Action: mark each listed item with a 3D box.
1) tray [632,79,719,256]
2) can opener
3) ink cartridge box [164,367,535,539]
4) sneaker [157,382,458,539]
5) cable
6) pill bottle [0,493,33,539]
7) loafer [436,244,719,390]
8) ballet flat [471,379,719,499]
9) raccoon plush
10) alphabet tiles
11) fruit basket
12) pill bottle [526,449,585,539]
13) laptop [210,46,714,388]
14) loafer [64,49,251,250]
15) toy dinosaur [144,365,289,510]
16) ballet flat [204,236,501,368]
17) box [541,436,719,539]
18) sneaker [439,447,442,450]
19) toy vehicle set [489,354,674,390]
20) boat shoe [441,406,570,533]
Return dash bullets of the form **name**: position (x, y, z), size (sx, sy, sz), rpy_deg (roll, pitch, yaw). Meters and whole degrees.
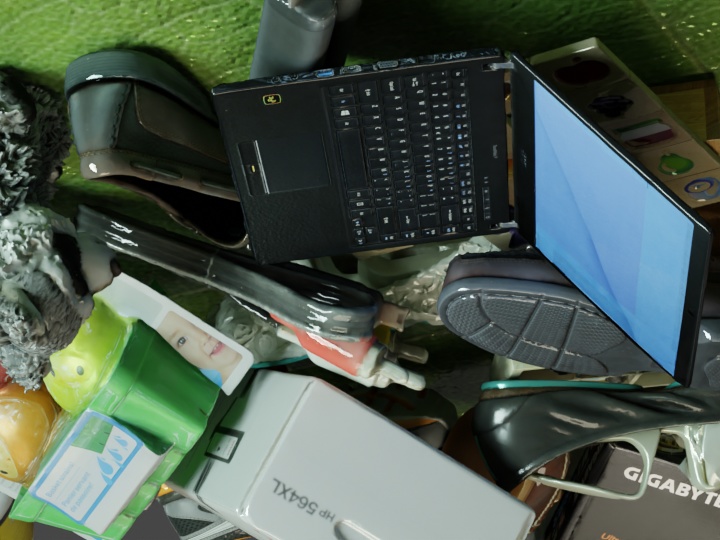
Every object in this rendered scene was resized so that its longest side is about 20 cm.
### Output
- **tray**: position (0.146, -0.031, 1.213), size (0.098, 0.037, 0.200), rpy_deg (-7, 155, 14)
- **can opener**: position (-0.027, -0.126, 1.004), size (0.066, 0.053, 0.200), rpy_deg (33, 156, 11)
- **ink cartridge box**: position (-0.011, 0.121, 1.291), size (0.145, 0.085, 0.200), rpy_deg (32, 172, -15)
- **sneaker**: position (-0.030, 0.121, 1.453), size (0.199, 0.078, 0.078), rpy_deg (-17, -170, 19)
- **cable**: position (-0.060, 0.016, 1.201), size (0.199, 0.051, 0.097), rpy_deg (15, -174, 7)
- **pill bottle**: position (-0.266, 0.155, 1.531), size (0.111, 0.113, 0.200), rpy_deg (1, 155, -3)
- **loafer**: position (0.135, 0.015, 1.204), size (0.198, 0.063, 0.072), rpy_deg (10, 147, -9)
- **ballet flat**: position (0.158, 0.085, 1.261), size (0.198, 0.069, 0.068), rpy_deg (-6, 172, 0)
- **raccoon plush**: position (-0.212, -0.011, 1.137), size (0.198, 0.135, 0.097), rpy_deg (-7, 156, 14)
- **alphabet tiles**: position (0.059, -0.047, 1.128), size (0.199, 0.008, 0.167), rpy_deg (-14, 153, 28)
- **fruit basket**: position (-0.181, 0.054, 1.262), size (0.199, 0.094, 0.185), rpy_deg (28, 128, -15)
- **pill bottle**: position (0.192, 0.145, 1.502), size (0.198, 0.117, 0.116), rpy_deg (-6, 155, 13)
- **laptop**: position (0.045, -0.012, 1.067), size (0.198, 0.104, 0.178), rpy_deg (-7, 155, 1)
- **loafer**: position (-0.076, -0.039, 1.162), size (0.071, 0.063, 0.200), rpy_deg (-13, 152, 30)
- **toy dinosaur**: position (-0.132, 0.068, 1.377), size (0.180, 0.105, 0.201), rpy_deg (-18, 145, -4)
- **ballet flat**: position (0.000, 0.000, 1.267), size (0.199, 0.072, 0.072), rpy_deg (-11, 153, 19)
- **box**: position (0.206, 0.185, 1.428), size (0.199, 0.050, 0.199), rpy_deg (17, 129, -6)
- **sneaker**: position (0.026, 0.144, 1.552), size (0.099, 0.071, 0.200), rpy_deg (-9, 150, 31)
- **toy vehicle set**: position (0.138, 0.050, 1.329), size (0.123, 0.027, 0.200), rpy_deg (-6, 170, 0)
- **boat shoe**: position (0.081, 0.125, 1.402), size (0.070, 0.071, 0.200), rpy_deg (-3, 160, -22)
